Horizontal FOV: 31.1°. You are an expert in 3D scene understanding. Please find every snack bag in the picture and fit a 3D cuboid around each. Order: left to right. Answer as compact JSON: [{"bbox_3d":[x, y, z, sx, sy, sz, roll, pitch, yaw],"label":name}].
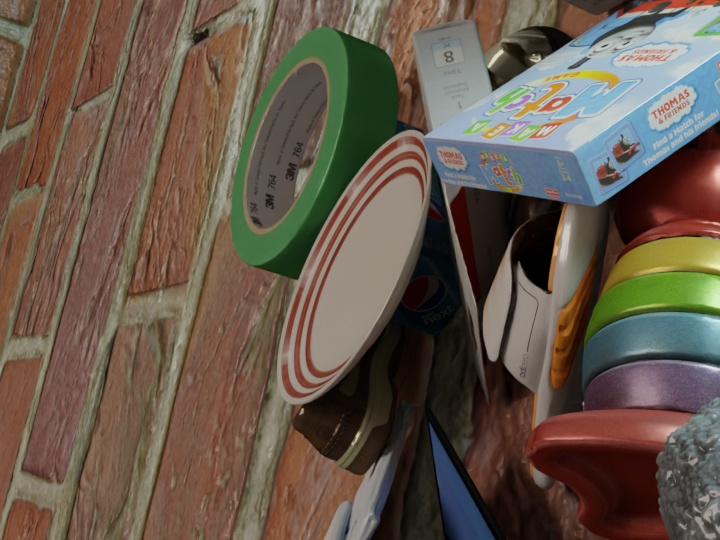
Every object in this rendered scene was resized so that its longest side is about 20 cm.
[{"bbox_3d":[-0.021,0.201,0.888,0.200,0.021,0.189,-64,-1,20],"label":"snack bag"}]

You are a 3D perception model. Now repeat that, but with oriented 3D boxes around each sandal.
[{"bbox_3d":[0.096,0.038,0.726,0.079,0.059,0.207,-51,-31,-50],"label":"sandal"}]

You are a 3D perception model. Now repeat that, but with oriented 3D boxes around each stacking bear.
[{"bbox_3d":[0.166,0.024,0.658,0.114,0.121,0.200,-5,55,30],"label":"stacking bear"}]

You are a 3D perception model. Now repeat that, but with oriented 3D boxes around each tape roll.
[{"bbox_3d":[-0.041,-0.094,1.039,0.200,0.048,0.201,-43,37,46],"label":"tape roll"}]

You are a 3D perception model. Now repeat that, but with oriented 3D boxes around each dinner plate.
[{"bbox_3d":[0.000,0.000,0.865,0.200,0.024,0.200,-53,23,34],"label":"dinner plate"}]

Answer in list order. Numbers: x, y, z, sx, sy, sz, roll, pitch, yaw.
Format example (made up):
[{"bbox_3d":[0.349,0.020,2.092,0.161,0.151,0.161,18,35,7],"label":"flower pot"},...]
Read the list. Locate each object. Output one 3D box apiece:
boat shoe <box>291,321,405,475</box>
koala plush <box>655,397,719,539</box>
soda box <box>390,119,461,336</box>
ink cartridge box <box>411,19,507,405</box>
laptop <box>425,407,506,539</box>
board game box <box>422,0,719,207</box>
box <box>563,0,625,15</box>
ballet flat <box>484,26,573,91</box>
[{"bbox_3d":[-0.014,0.065,0.945,0.075,0.075,0.202,-60,10,20],"label":"boat shoe"},{"bbox_3d":[0.219,0.103,0.450,0.200,0.184,0.177,-20,28,8],"label":"koala plush"},{"bbox_3d":[0.028,-0.043,1.001,0.068,0.064,0.200,-56,30,27],"label":"soda box"},{"bbox_3d":[0.078,-0.034,0.835,0.160,0.047,0.200,73,-175,-62],"label":"ink cartridge box"},{"bbox_3d":[0.033,0.222,0.776,0.200,0.103,0.177,-46,32,11],"label":"laptop"},{"bbox_3d":[0.152,-0.105,0.705,0.200,0.037,0.151,-35,21,-18],"label":"board game box"},{"bbox_3d":[0.145,-0.297,0.788,0.199,0.200,0.171,-20,54,57],"label":"box"},{"bbox_3d":[0.122,-0.123,0.866,0.068,0.068,0.200,-50,33,19],"label":"ballet flat"}]
